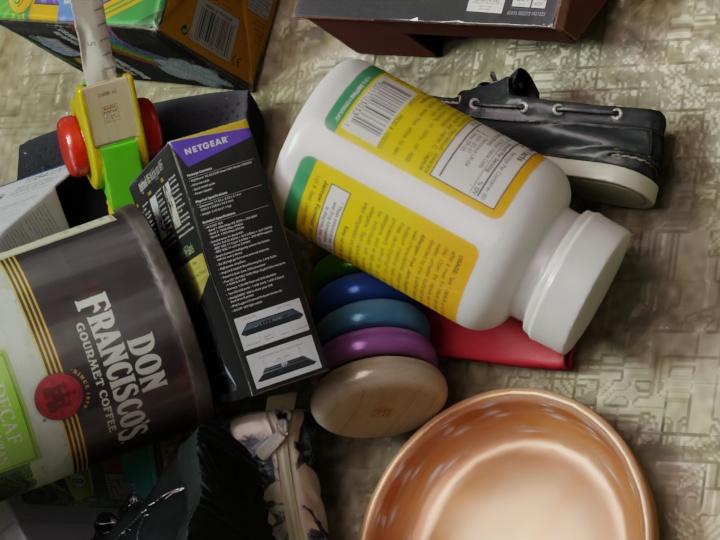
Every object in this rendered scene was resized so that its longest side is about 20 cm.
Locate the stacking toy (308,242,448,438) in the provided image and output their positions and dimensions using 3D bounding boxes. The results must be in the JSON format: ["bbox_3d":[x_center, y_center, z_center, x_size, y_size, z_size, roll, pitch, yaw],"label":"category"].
[{"bbox_3d":[0.000,0.000,1.479,0.085,0.085,0.200,-23,58,25],"label":"stacking toy"}]

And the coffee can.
[{"bbox_3d":[-0.208,0.061,1.439,0.200,0.147,0.147,-20,57,-13],"label":"coffee can"}]

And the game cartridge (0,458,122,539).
[{"bbox_3d":[-0.200,0.122,1.548,0.041,0.133,0.200,-44,55,39],"label":"game cartridge"}]

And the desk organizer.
[{"bbox_3d":[0.064,-0.180,1.519,0.200,0.077,0.072,7,77,35],"label":"desk organizer"}]

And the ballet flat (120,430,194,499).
[{"bbox_3d":[-0.130,0.098,1.559,0.070,0.065,0.201,-33,57,43],"label":"ballet flat"}]

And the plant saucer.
[{"bbox_3d":[0.091,0.171,1.404,0.200,0.037,0.201,-12,66,30],"label":"plant saucer"}]

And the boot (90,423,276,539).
[{"bbox_3d":[-0.122,0.197,1.388,0.163,0.073,0.198,-48,26,19],"label":"boot"}]

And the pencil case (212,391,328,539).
[{"bbox_3d":[-0.048,0.179,1.454,0.078,0.090,0.200,-6,58,-13],"label":"pencil case"}]

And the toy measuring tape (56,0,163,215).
[{"bbox_3d":[-0.175,-0.125,1.570,0.073,0.074,0.201,7,118,35],"label":"toy measuring tape"}]

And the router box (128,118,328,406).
[{"bbox_3d":[-0.085,0.001,1.458,0.052,0.200,0.158,-18,89,-13],"label":"router box"}]

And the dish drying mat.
[{"bbox_3d":[0.054,0.017,1.494,0.200,0.018,0.077,6,78,35],"label":"dish drying mat"}]

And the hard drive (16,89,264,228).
[{"bbox_3d":[-0.153,-0.045,1.637,0.200,0.042,0.135,-11,68,29],"label":"hard drive"}]

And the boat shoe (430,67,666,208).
[{"bbox_3d":[0.101,-0.093,1.467,0.199,0.074,0.066,14,79,36],"label":"boat shoe"}]

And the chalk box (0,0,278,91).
[{"bbox_3d":[-0.169,-0.210,1.655,0.200,0.125,0.124,9,79,34],"label":"chalk box"}]

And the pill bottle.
[{"bbox_3d":[0.055,-0.034,1.404,0.200,0.113,0.113,29,90,11],"label":"pill bottle"}]

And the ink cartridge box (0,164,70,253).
[{"bbox_3d":[-0.297,0.006,1.622,0.196,0.200,0.043,-15,110,39],"label":"ink cartridge box"}]
